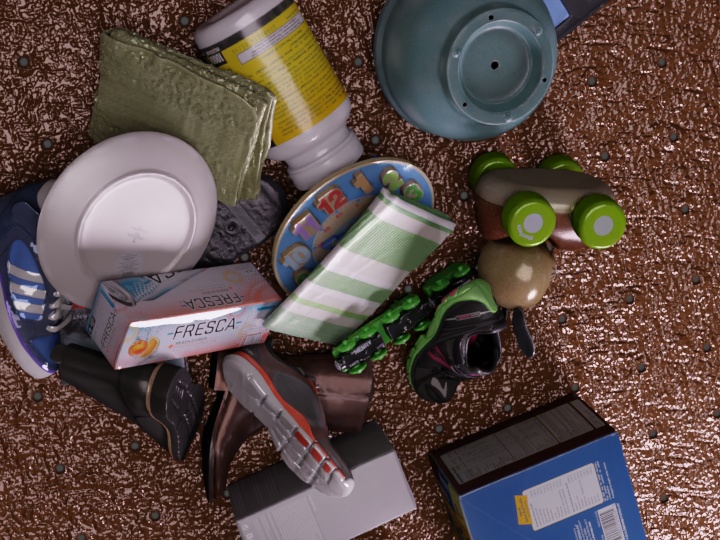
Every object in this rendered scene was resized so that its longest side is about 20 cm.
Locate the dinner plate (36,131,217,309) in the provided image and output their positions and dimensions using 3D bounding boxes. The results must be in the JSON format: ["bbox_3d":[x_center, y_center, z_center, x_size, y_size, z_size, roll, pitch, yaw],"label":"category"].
[{"bbox_3d":[-0.230,-0.044,1.344,0.198,0.024,0.202,-19,128,-25],"label":"dinner plate"}]

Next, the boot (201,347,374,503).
[{"bbox_3d":[-0.078,0.179,1.517,0.197,0.064,0.189,5,100,-17],"label":"boot"}]

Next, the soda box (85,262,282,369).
[{"bbox_3d":[-0.181,0.044,1.385,0.198,0.068,0.064,-8,133,-43],"label":"soda box"}]

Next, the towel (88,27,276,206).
[{"bbox_3d":[-0.185,-0.158,1.374,0.198,0.037,0.150,22,127,5],"label":"towel"}]

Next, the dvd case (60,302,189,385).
[{"bbox_3d":[-0.268,0.025,1.435,0.144,0.022,0.203,-3,111,2],"label":"dvd case"}]

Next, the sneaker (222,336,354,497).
[{"bbox_3d":[-0.061,0.153,1.446,0.082,0.077,0.201,-38,90,-36],"label":"sneaker"}]

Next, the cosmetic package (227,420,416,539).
[{"bbox_3d":[-0.046,0.259,1.519,0.198,0.107,0.091,-20,106,-4],"label":"cosmetic package"}]

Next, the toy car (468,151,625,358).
[{"bbox_3d":[0.194,-0.011,1.483,0.156,0.165,0.203,2,112,-12],"label":"toy car"}]

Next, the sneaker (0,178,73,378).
[{"bbox_3d":[-0.306,0.005,1.374,0.145,0.081,0.202,-14,104,11],"label":"sneaker"}]

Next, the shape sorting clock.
[{"bbox_3d":[-0.005,-0.040,1.443,0.198,0.039,0.202,-19,137,-18],"label":"shape sorting clock"}]

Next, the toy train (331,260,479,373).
[{"bbox_3d":[0.049,0.052,1.502,0.199,0.056,0.042,-32,109,-13],"label":"toy train"}]

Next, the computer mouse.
[{"bbox_3d":[-0.184,-0.053,1.450,0.200,0.046,0.140,-43,105,8],"label":"computer mouse"}]

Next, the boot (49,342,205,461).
[{"bbox_3d":[-0.248,0.134,1.438,0.137,0.201,0.078,15,62,9],"label":"boot"}]

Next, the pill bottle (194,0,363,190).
[{"bbox_3d":[-0.081,-0.191,1.399,0.112,0.112,0.201,-32,107,-3],"label":"pill bottle"}]

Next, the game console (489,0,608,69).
[{"bbox_3d":[0.160,-0.313,1.464,0.199,0.031,0.178,-38,107,-1],"label":"game console"}]

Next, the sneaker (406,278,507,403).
[{"bbox_3d":[0.109,0.096,1.485,0.076,0.084,0.201,-23,152,-28],"label":"sneaker"}]

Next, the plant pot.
[{"bbox_3d":[0.126,-0.225,1.399,0.198,0.134,0.203,-5,110,-14],"label":"plant pot"}]

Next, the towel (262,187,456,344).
[{"bbox_3d":[0.000,0.000,1.442,0.200,0.023,0.152,-46,150,17],"label":"towel"}]

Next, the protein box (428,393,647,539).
[{"bbox_3d":[0.213,0.288,1.563,0.198,0.135,0.201,-20,107,-6],"label":"protein box"}]
